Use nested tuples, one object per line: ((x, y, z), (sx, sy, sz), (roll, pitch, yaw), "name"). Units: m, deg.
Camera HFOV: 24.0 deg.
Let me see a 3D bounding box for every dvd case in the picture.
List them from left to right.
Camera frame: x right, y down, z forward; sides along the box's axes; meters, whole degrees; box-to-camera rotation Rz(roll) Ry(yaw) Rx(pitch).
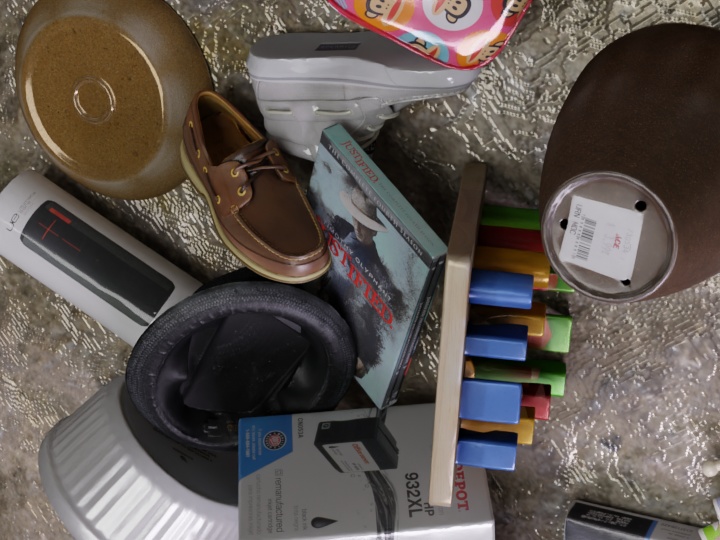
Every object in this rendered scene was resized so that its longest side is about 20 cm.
((0.000, 0.000, 1.342), (0.146, 0.022, 0.200), (51, 146, 25), "dvd case")

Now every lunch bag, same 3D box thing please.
((0.057, -0.255, 1.198), (0.176, 0.082, 0.200), (23, 122, -20), "lunch bag")

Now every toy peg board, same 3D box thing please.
((0.113, 0.047, 1.283), (0.097, 0.199, 0.201), (5, 113, 5), "toy peg board")

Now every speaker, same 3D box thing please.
((-0.233, -0.004, 1.486), (0.200, 0.081, 0.081), (34, 122, 10), "speaker")

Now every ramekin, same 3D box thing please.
((-0.173, 0.176, 1.471), (0.202, 0.202, 0.094), (43, 111, 3), "ramekin")

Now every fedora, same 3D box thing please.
((-0.099, 0.059, 1.403), (0.199, 0.092, 0.201), (-3, 133, -3), "fedora")

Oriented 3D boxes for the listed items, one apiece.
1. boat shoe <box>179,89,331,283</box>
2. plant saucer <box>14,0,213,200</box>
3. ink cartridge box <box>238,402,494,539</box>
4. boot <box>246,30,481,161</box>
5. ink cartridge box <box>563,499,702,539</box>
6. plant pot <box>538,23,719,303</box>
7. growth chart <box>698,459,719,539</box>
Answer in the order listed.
((-0.089, -0.068, 1.343), (0.200, 0.072, 0.068), (52, 154, 37), "boat shoe")
((-0.220, -0.149, 1.443), (0.199, 0.035, 0.201), (10, 115, 21), "plant saucer")
((0.004, 0.187, 1.364), (0.199, 0.145, 0.084), (-5, 127, 0), "ink cartridge box")
((0.008, -0.133, 1.330), (0.199, 0.074, 0.096), (7, 124, 29), "boot")
((0.259, 0.303, 1.401), (0.197, 0.047, 0.201), (10, 112, 21), "ink cartridge box")
((0.199, -0.057, 1.183), (0.186, 0.200, 0.188), (10, 116, 22), "plant pot")
((0.332, 0.227, 1.306), (0.144, 0.018, 0.201), (-12, 88, 23), "growth chart")
